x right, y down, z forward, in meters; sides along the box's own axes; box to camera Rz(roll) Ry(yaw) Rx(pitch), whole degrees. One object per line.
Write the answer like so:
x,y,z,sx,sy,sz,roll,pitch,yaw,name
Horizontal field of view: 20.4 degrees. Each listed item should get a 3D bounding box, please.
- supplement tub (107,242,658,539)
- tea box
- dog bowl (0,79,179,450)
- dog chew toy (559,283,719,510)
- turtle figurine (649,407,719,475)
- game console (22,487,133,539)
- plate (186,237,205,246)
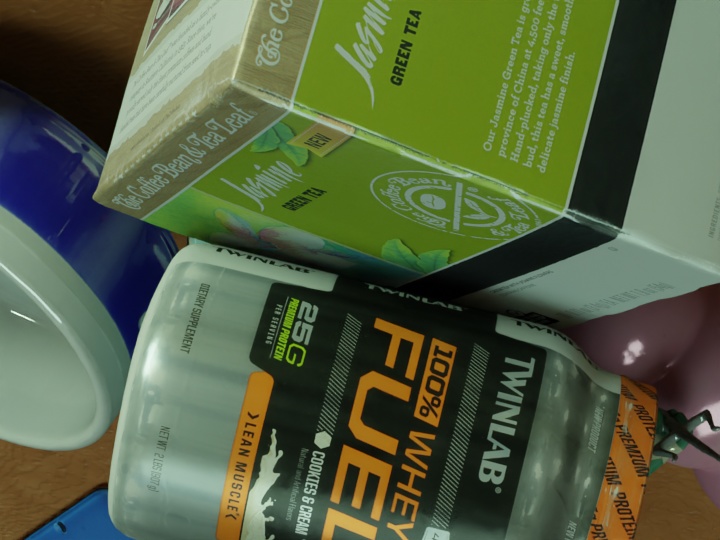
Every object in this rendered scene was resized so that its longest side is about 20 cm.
0.010,0.068,0.792,0.199,0.123,0.123,13,148,2,supplement tub
0.026,-0.072,0.762,0.196,0.134,0.200,20,164,-16,tea box
-0.185,-0.006,0.953,0.199,0.079,0.200,23,149,15,dog bowl
0.181,0.050,0.984,0.200,0.125,0.124,30,143,-17,dog chew toy
0.064,0.088,0.913,0.149,0.101,0.200,19,174,-28,turtle figurine
-0.137,0.221,1.416,0.170,0.119,0.200,-8,163,-39,game console
-0.068,0.048,0.954,0.025,0.201,0.200,-3,149,-6,plate
